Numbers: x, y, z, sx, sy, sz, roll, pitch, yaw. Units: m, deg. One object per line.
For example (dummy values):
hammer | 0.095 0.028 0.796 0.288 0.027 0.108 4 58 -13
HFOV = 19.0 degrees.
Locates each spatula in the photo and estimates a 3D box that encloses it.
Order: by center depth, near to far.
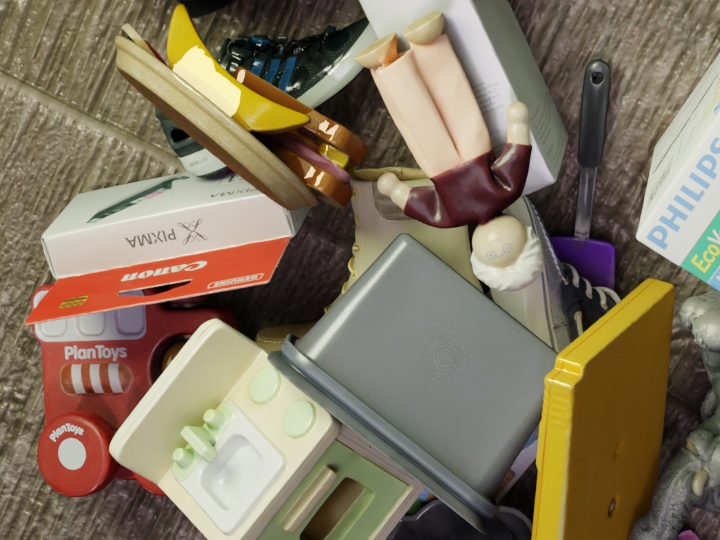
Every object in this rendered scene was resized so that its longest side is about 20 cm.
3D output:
spatula | 0.170 -0.063 1.620 0.056 0.021 0.202 6 112 8

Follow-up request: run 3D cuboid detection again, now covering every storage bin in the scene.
storage bin | 0.052 0.072 1.559 0.200 0.146 0.135 39 91 -1

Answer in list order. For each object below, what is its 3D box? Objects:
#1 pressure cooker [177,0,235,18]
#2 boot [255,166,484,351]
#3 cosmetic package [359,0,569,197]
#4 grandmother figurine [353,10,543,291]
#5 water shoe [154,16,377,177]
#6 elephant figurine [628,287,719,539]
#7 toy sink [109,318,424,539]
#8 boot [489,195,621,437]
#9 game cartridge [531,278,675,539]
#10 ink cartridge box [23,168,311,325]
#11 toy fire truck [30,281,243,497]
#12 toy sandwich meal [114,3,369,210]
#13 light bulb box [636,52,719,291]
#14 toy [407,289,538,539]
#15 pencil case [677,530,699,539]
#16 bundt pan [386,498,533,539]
pressure cooker | -0.137 -0.281 1.509 0.177 0.200 0.177 19 92 -17
boot | 0.000 0.000 1.654 0.198 0.073 0.157 -5 104 24
cosmetic package | 0.074 -0.154 1.556 0.081 0.113 0.201 -23 104 18
grandmother figurine | 0.067 -0.074 1.500 0.121 0.061 0.201 -23 103 30
water shoe | -0.071 -0.146 1.609 0.199 0.072 0.079 -33 100 21
elephant figurine | 0.294 0.120 1.611 0.154 0.141 0.202 8 107 24
toy sink | -0.063 0.146 1.589 0.131 0.112 0.200 -51 137 1
boot | 0.155 0.023 1.629 0.090 0.073 0.202 -19 110 -18
game cartridge | 0.175 0.127 1.567 0.032 0.176 0.202 14 117 28
ink cartridge box | -0.146 -0.026 1.615 0.198 0.174 0.044 -10 109 15
toy fire truck | -0.169 0.088 1.700 0.198 0.112 0.170 -3 93 24
toy sandwich meal | -0.084 -0.115 1.513 0.205 0.205 0.070 39 87 -5
light bulb box | 0.297 -0.098 1.484 0.124 0.200 0.199 31 114 -2
toy | 0.093 0.121 1.694 0.115 0.047 0.200 36 114 -6
pencil case | 0.191 0.281 1.721 0.199 0.088 0.088 -27 104 19
bundt pan | 0.088 0.283 1.682 0.201 0.203 0.076 -29 146 20
